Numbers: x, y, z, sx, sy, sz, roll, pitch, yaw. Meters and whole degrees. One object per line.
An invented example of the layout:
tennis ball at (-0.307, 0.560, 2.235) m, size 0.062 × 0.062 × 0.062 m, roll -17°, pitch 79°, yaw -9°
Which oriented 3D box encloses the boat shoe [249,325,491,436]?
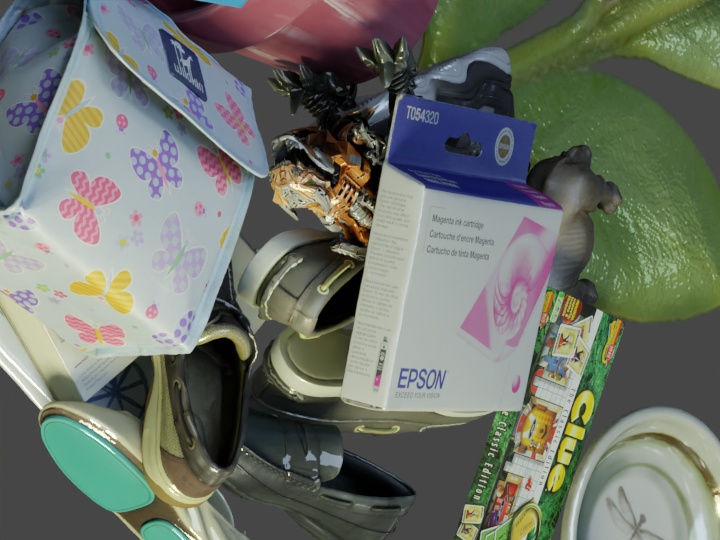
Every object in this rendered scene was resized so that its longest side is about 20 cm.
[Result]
boat shoe at (0.011, 0.080, 1.737) m, size 0.201 × 0.060 × 0.072 m, roll 8°, pitch 48°, yaw -38°

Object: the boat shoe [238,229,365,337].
boat shoe at (-0.001, 0.002, 1.689) m, size 0.060 × 0.072 × 0.202 m, roll 39°, pitch 29°, yaw 22°

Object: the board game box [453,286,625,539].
board game box at (0.128, 0.117, 1.795) m, size 0.105 × 0.023 × 0.200 m, roll 22°, pitch 86°, yaw -57°

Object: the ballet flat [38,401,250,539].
ballet flat at (-0.130, 0.139, 1.604) m, size 0.200 × 0.069 × 0.070 m, roll 53°, pitch 57°, yaw -26°

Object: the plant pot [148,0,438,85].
plant pot at (-0.046, -0.216, 1.661) m, size 0.179 × 0.200 × 0.200 m, roll 33°, pitch 65°, yaw -46°

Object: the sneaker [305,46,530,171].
sneaker at (0.048, -0.081, 1.774) m, size 0.200 × 0.075 × 0.114 m, roll -26°, pitch 98°, yaw -39°

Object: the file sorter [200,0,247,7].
file sorter at (-0.121, -0.282, 1.502) m, size 0.139 × 0.123 × 0.200 m, roll 6°, pitch 54°, yaw -39°

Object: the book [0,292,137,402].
book at (-0.185, -0.035, 1.583) m, size 0.134 × 0.048 × 0.200 m, roll -41°, pitch 111°, yaw -35°

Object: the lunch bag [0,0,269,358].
lunch bag at (-0.150, -0.073, 1.509) m, size 0.170 × 0.127 × 0.200 m, roll 42°, pitch 55°, yaw -37°

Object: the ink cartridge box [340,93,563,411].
ink cartridge box at (0.068, -0.006, 1.653) m, size 0.196 × 0.043 × 0.201 m, roll 4°, pitch 99°, yaw -59°

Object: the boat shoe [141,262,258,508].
boat shoe at (-0.095, 0.048, 1.574) m, size 0.073 × 0.065 × 0.201 m, roll 15°, pitch 63°, yaw -39°

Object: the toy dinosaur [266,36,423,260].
toy dinosaur at (-0.003, -0.070, 1.636) m, size 0.200 × 0.102 × 0.136 m, roll 42°, pitch 39°, yaw -75°

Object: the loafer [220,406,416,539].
loafer at (-0.043, 0.125, 1.667) m, size 0.200 × 0.070 × 0.068 m, roll 35°, pitch 23°, yaw -38°

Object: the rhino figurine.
rhino figurine at (0.137, 0.007, 1.831) m, size 0.087 × 0.060 × 0.201 m, roll -2°, pitch 106°, yaw -64°

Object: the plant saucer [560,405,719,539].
plant saucer at (0.208, 0.201, 1.873) m, size 0.200 × 0.050 × 0.201 m, roll 2°, pitch 86°, yaw -42°

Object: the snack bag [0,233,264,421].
snack bag at (-0.155, 0.014, 1.642) m, size 0.189 × 0.021 × 0.200 m, roll 49°, pitch 59°, yaw -23°
